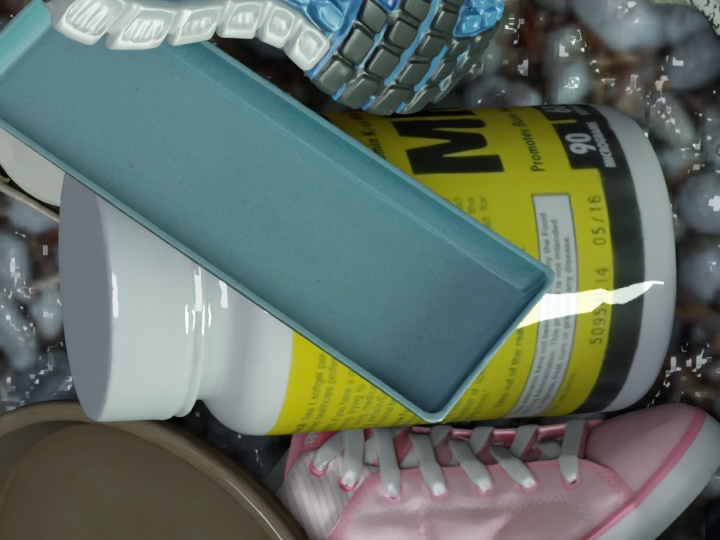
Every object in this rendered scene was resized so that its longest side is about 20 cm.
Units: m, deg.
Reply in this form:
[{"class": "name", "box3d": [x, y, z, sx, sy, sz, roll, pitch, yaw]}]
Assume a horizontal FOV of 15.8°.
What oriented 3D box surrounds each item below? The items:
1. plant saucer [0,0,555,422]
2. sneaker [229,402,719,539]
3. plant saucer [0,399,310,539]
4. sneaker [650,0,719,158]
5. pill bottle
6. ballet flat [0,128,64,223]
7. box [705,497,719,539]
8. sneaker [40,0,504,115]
[{"class": "plant saucer", "box3d": [-0.037, -0.026, 0.845, 0.200, 0.019, 0.070, 34, 64, 15]}, {"class": "sneaker", "box3d": [0.033, 0.083, 0.980, 0.200, 0.075, 0.105, -32, 99, 18]}, {"class": "plant saucer", "box3d": [-0.081, 0.137, 0.997, 0.200, 0.029, 0.200, 15, 120, 28]}, {"class": "sneaker", "box3d": [0.176, -0.055, 0.942, 0.089, 0.077, 0.200, -34, 86, 23]}, {"class": "pill bottle", "box3d": [0.000, 0.000, 0.915, 0.200, 0.114, 0.115, -3, 101, -17]}, {"class": "ballet flat", "box3d": [-0.073, -0.019, 0.987, 0.200, 0.062, 0.068, 24, 103, 4]}, {"class": "box", "box3d": [0.207, 0.116, 0.892, 0.148, 0.200, 0.107, -33, 97, 13]}, {"class": "sneaker", "box3d": [-0.037, -0.110, 0.857, 0.087, 0.200, 0.075, 43, 113, 44]}]
